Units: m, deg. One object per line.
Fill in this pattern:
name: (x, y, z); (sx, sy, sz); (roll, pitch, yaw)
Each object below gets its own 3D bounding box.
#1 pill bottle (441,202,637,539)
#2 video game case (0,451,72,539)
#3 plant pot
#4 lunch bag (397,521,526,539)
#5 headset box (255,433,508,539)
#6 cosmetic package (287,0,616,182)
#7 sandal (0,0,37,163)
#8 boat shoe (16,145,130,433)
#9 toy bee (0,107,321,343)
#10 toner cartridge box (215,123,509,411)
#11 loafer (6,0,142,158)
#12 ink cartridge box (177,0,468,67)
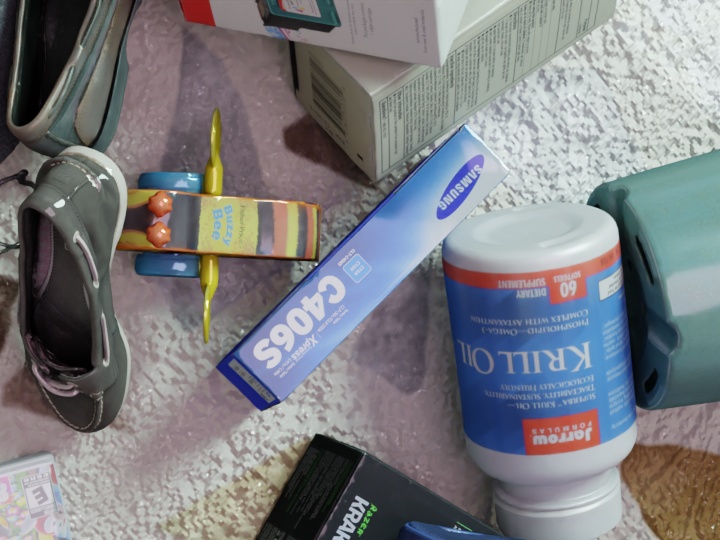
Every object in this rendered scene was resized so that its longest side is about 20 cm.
pill bottle: (0.117, 0.067, 1.134); (0.112, 0.112, 0.200); (-15, 108, -19)
video game case: (-0.232, 0.222, 1.068); (0.143, 0.018, 0.200); (-14, 97, -20)
plant pot: (0.258, -0.001, 1.159); (0.196, 0.200, 0.201); (-12, 97, -11)
lunch bag: (0.097, 0.228, 1.028); (0.200, 0.136, 0.133); (12, 89, -22)
headset box: (0.023, 0.228, 1.124); (0.200, 0.093, 0.174); (34, 81, -19)
cosmetic package: (0.059, -0.158, 1.102); (0.200, 0.103, 0.087); (-34, 65, -17)
sandal: (-0.229, -0.155, 1.037); (0.076, 0.043, 0.200); (-8, 97, -57)
boat shoe: (-0.169, 0.023, 1.014); (0.057, 0.067, 0.200); (-49, 154, -47)
toy bee: (-0.106, -0.020, 1.055); (0.200, 0.109, 0.131); (-20, 97, -20)
toner cartridge box: (0.000, 0.000, 1.101); (0.043, 0.095, 0.200); (46, 77, -3)
loafer: (-0.165, -0.163, 1.033); (0.063, 0.072, 0.200); (14, 79, -63)
ink cartridge box: (-0.033, -0.196, 1.035); (0.200, 0.067, 0.116); (13, 58, 15)
